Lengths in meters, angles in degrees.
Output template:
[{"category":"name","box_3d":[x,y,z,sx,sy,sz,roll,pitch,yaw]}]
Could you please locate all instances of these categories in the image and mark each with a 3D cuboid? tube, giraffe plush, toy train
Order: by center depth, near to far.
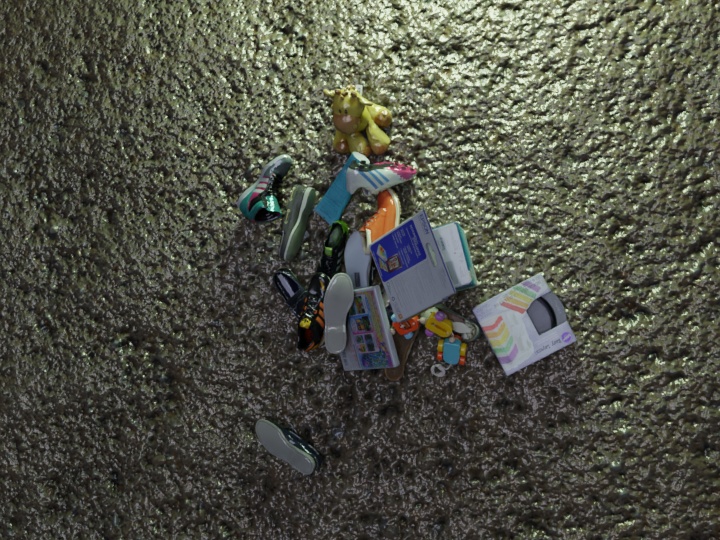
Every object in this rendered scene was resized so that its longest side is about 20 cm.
[{"category":"toy train","box_3d":[0.171,0.158,1.626,0.149,0.056,0.200,-29,109,35]},{"category":"giraffe plush","box_3d":[-0.016,-0.391,1.690,0.170,0.162,0.203,-13,85,12]},{"category":"tube","box_3d":[-0.047,-0.209,1.734,0.077,0.050,0.201,42,117,16]}]

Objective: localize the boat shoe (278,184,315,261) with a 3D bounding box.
[{"category":"boat shoe","box_3d":[-0.177,-0.125,1.767,0.060,0.072,0.204,17,84,17]}]

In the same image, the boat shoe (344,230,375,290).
[{"category":"boat shoe","box_3d":[0.003,0.000,1.717,0.073,0.068,0.202,-6,93,10]}]

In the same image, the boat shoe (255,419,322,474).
[{"category":"boat shoe","box_3d":[-0.184,0.446,1.741,0.198,0.062,0.076,27,110,22]}]

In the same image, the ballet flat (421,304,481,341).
[{"category":"ballet flat","box_3d":[0.204,0.121,1.665,0.198,0.064,0.068,20,95,14]}]

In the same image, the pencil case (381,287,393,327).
[{"category":"pencil case","box_3d":[0.087,0.054,1.691,0.077,0.089,0.201,30,95,-16]}]

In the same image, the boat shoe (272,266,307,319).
[{"category":"boat shoe","box_3d":[-0.163,0.076,1.755,0.074,0.062,0.201,-38,82,8]}]

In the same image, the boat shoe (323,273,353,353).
[{"category":"boat shoe","box_3d":[-0.056,0.100,1.655,0.073,0.060,0.203,0,103,-6]}]

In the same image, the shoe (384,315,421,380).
[{"category":"shoe","box_3d":[0.099,0.173,1.681,0.069,0.053,0.203,16,99,-5]}]

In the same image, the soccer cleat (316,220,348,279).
[{"category":"soccer cleat","box_3d":[-0.079,-0.032,1.730,0.067,0.081,0.203,14,91,13]}]

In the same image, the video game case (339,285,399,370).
[{"category":"video game case","box_3d":[0.002,0.147,1.674,0.181,0.024,0.203,-12,94,44]}]

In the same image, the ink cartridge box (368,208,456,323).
[{"category":"ink cartridge box","box_3d":[0.123,-0.008,1.520,0.199,0.047,0.200,-30,75,43]}]

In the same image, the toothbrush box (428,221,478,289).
[{"category":"toothbrush box","box_3d":[0.217,-0.025,1.600,0.084,0.200,0.148,-15,85,14]}]

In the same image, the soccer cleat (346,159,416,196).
[{"category":"soccer cleat","box_3d":[0.048,-0.229,1.686,0.070,0.198,0.087,44,129,50]}]

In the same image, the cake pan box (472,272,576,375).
[{"category":"cake pan box","box_3d":[0.398,0.129,1.628,0.198,0.052,0.186,-28,84,11]}]

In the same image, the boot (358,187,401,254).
[{"category":"boot","box_3d":[0.047,-0.122,1.673,0.106,0.075,0.202,2,61,-11]}]

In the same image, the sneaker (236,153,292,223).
[{"category":"sneaker","box_3d":[-0.231,-0.199,1.758,0.200,0.083,0.121,-47,57,14]}]

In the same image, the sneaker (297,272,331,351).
[{"category":"sneaker","box_3d":[-0.116,0.108,1.675,0.069,0.090,0.203,15,106,19]}]
